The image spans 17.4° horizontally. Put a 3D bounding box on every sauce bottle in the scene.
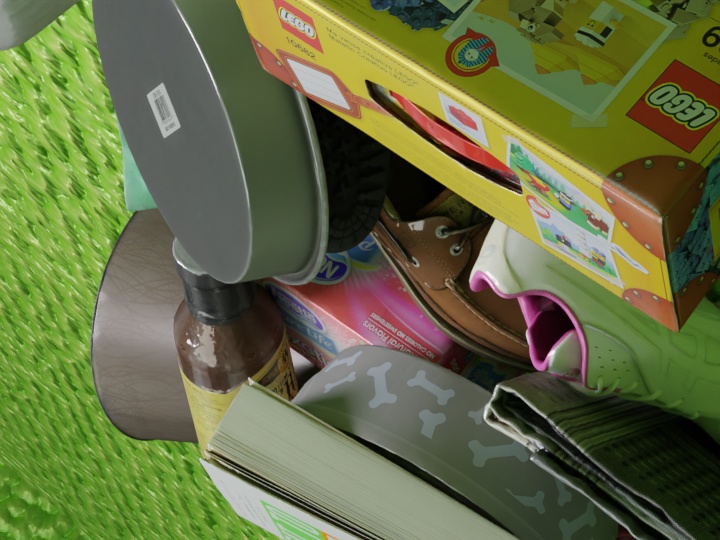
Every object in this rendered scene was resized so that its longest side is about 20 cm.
[{"bbox_3d":[-0.070,0.049,1.303,0.065,0.065,0.201,34,154,28],"label":"sauce bottle"}]

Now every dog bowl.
[{"bbox_3d":[0.047,0.114,1.228,0.199,0.059,0.200,32,161,12],"label":"dog bowl"}]

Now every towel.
[{"bbox_3d":[0.163,0.110,1.142,0.192,0.035,0.200,39,-163,19],"label":"towel"}]

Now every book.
[{"bbox_3d":[0.023,0.141,1.185,0.199,0.048,0.134,27,162,16],"label":"book"}]

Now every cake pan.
[{"bbox_3d":[-0.078,-0.081,1.138,0.200,0.037,0.201,52,155,37],"label":"cake pan"}]

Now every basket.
[{"bbox_3d":[-0.051,0.039,1.465,0.199,0.181,0.136,13,175,42],"label":"basket"}]

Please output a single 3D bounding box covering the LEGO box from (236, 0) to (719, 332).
[{"bbox_3d":[0.075,-0.097,0.824,0.200,0.149,0.077,34,161,28],"label":"LEGO box"}]

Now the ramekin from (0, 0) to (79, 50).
[{"bbox_3d":[-0.227,-0.215,1.315,0.200,0.105,0.200,39,163,14],"label":"ramekin"}]

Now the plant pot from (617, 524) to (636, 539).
[{"bbox_3d":[0.185,0.241,1.284,0.199,0.183,0.201,24,163,8],"label":"plant pot"}]

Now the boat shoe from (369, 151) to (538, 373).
[{"bbox_3d":[0.044,-0.024,1.210,0.200,0.072,0.068,40,164,9],"label":"boat shoe"}]

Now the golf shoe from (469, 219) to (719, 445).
[{"bbox_3d":[0.128,0.034,1.129,0.200,0.092,0.075,47,161,-19],"label":"golf shoe"}]

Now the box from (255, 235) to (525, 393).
[{"bbox_3d":[0.000,0.000,1.319,0.200,0.103,0.095,35,162,29],"label":"box"}]

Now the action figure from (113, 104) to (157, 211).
[{"bbox_3d":[-0.092,-0.131,1.248,0.055,0.117,0.201,-89,-13,-59],"label":"action figure"}]

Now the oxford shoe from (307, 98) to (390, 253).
[{"bbox_3d":[-0.040,-0.106,1.172,0.084,0.072,0.201,13,123,64],"label":"oxford shoe"}]
